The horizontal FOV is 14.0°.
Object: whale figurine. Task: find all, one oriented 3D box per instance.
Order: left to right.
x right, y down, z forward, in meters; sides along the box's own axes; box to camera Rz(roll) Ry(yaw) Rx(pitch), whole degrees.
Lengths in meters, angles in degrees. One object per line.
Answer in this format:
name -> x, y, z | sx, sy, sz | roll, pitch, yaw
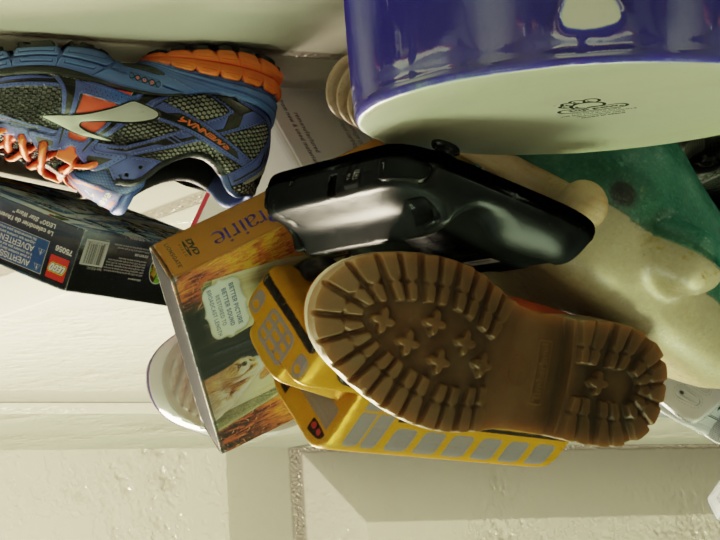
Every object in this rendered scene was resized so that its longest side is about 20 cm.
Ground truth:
whale figurine -> 0.145, -0.008, 1.424 | 0.200, 0.104, 0.159 | 32, 164, -9

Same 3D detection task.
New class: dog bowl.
dog bowl -> 0.093, -0.105, 1.236 | 0.200, 0.079, 0.200 | -4, 172, -1

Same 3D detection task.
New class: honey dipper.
honey dipper -> 0.050, -0.058, 1.373 | 0.038, 0.038, 0.200 | 2, -161, -34

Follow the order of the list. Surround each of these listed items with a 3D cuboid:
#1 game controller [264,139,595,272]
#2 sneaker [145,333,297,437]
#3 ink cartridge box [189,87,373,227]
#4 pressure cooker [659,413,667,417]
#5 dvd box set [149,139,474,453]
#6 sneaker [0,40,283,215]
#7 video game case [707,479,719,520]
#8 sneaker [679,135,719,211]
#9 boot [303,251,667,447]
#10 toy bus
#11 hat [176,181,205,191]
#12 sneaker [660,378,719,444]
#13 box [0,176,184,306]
game controller -> 0.028, -0.025, 1.330 | 0.104, 0.042, 0.200 | 13, 173, -19
sneaker -> -0.068, 0.059, 1.670 | 0.114, 0.073, 0.200 | -13, 178, 42
ink cartridge box -> 0.017, -0.015, 1.578 | 0.200, 0.084, 0.145 | 2, 131, -33
pressure cooker -> 0.222, 0.013, 1.677 | 0.176, 0.200, 0.179 | -4, 173, -26
dvd box set -> 0.000, 0.000, 1.484 | 0.200, 0.029, 0.146 | -25, 141, -12
sneaker -> -0.131, -0.066, 1.409 | 0.200, 0.079, 0.075 | -1, 171, -16
video game case -> 0.265, 0.080, 1.562 | 0.143, 0.018, 0.200 | -23, 165, -8
sneaker -> 0.196, -0.070, 1.526 | 0.199, 0.076, 0.114 | 5, 176, -19
boot -> 0.036, 0.035, 1.353 | 0.200, 0.075, 0.107 | 19, 177, -39
toy bus -> 0.028, 0.049, 1.479 | 0.200, 0.065, 0.078 | 8, 127, -41
hat -> -0.027, -0.031, 1.686 | 0.200, 0.081, 0.201 | -4, 172, -1
sneaker -> 0.220, 0.036, 1.529 | 0.200, 0.115, 0.075 | 10, 170, 26
box -> -0.160, -0.017, 1.696 | 0.137, 0.040, 0.200 | 22, -175, 30
